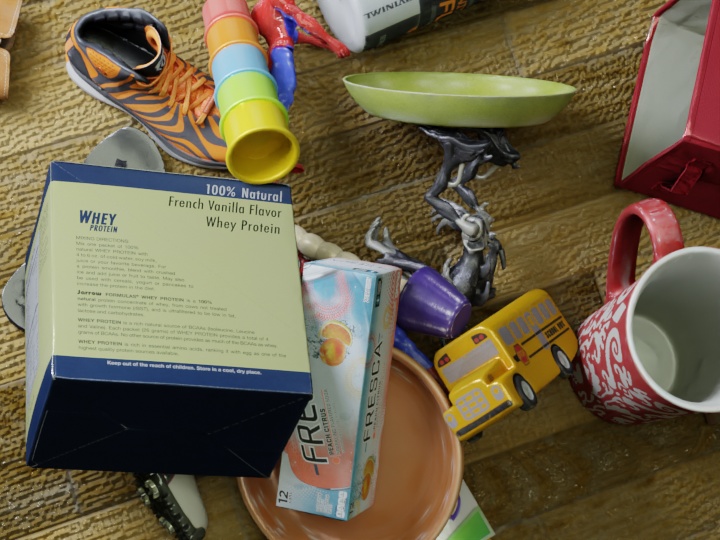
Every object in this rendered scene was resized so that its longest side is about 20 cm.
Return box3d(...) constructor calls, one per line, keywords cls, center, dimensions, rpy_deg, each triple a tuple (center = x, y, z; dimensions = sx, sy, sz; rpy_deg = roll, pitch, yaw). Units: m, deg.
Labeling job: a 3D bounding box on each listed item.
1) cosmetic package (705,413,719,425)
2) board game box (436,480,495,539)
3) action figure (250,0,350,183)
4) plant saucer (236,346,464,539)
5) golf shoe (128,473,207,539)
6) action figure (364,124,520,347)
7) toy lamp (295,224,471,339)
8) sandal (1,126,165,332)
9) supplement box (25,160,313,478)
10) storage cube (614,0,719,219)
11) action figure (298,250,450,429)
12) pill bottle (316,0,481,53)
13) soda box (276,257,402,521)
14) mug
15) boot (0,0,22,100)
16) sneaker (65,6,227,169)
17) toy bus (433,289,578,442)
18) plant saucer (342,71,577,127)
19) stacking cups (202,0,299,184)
box3d(cls="cosmetic package", center=(0.370, 0.072, 1.550), dimensions=(0.103, 0.200, 0.087), rpy_deg=(-10, 81, -13))
box3d(cls="board game box", center=(0.033, 0.179, 1.553), dimensions=(0.095, 0.030, 0.200), rpy_deg=(-30, 88, -16))
box3d(cls="action figure", center=(-0.048, -0.166, 1.561), dimensions=(0.099, 0.065, 0.200), rpy_deg=(9, 67, -29))
box3d(cls="plant saucer", center=(-0.008, 0.152, 1.503), dimensions=(0.200, 0.037, 0.201), rpy_deg=(1, 94, 20))
box3d(cls="golf shoe", center=(-0.161, 0.127, 1.500), dimensions=(0.088, 0.077, 0.200), rpy_deg=(-23, 84, -20))
box3d(cls="action figure", center=(0.074, -0.030, 1.560), dimensions=(0.119, 0.102, 0.200), rpy_deg=(-18, 124, -50))
box3d(cls="toy lamp", center=(0.000, 0.000, 1.510), dimensions=(0.200, 0.058, 0.058), rpy_deg=(26, 73, 22))
box3d(cls="sandal", center=(-0.227, -0.033, 1.534), dimensions=(0.076, 0.043, 0.200), rpy_deg=(31, 75, -4))
box3d(cls="supplement box", center=(-0.156, 0.040, 1.425), dimensions=(0.200, 0.134, 0.200), rpy_deg=(5, 54, -18))
box3d(cls="storage cube", center=(0.350, -0.146, 1.608), dimensions=(0.179, 0.171, 0.200), rpy_deg=(16, 75, -9))
box3d(cls="action figure", center=(0.007, 0.051, 1.547), dimensions=(0.065, 0.052, 0.200), rpy_deg=(-42, 70, -15))
box3d(cls="pill bottle", center=(0.063, -0.277, 1.609), dimensions=(0.200, 0.106, 0.106), rpy_deg=(-25, 84, -15))
box3d(cls="soda box", center=(-0.017, 0.093, 1.445), dimensions=(0.063, 0.068, 0.200), rpy_deg=(9, 97, 19))
box3d(cls="mug", center=(0.260, 0.046, 1.535), dimensions=(0.133, 0.200, 0.178), rpy_deg=(15, 76, -8))
box3d(cls="boot", center=(-0.363, -0.239, 1.536), dimensions=(0.154, 0.074, 0.200), rpy_deg=(4, 90, -9))
box3d(cls="sneaker", center=(-0.160, -0.153, 1.535), dimensions=(0.200, 0.112, 0.078), rpy_deg=(26, 75, -6))
box3d(cls="toy bus", center=(0.120, 0.077, 1.504), dimensions=(0.065, 0.200, 0.078), rpy_deg=(-33, 87, 25))
box3d(cls="plant saucer", center=(0.084, -0.145, 1.551), dimensions=(0.200, 0.200, 0.031), rpy_deg=(-1, 102, -11))
box3d(cls="stacking cups", center=(-0.099, -0.160, 1.491), dimensions=(0.060, 0.061, 0.200), rpy_deg=(-6, 47, -12))
